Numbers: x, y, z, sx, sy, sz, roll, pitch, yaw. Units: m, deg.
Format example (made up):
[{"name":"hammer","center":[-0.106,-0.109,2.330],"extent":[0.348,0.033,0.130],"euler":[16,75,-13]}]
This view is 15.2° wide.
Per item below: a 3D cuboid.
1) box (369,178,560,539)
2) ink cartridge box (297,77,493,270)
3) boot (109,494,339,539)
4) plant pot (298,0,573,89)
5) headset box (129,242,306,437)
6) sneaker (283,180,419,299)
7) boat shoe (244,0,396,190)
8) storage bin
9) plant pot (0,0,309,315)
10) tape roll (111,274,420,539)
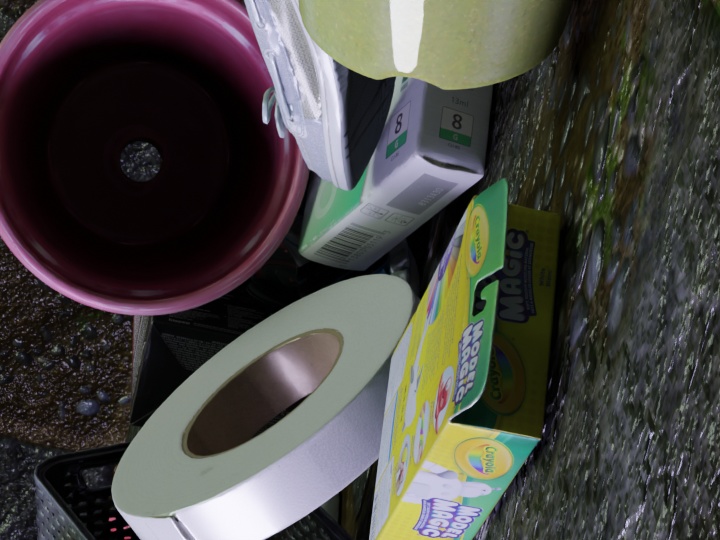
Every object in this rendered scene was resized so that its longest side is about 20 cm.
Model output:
[{"name":"box","center":[0.050,0.051,1.249],"extent":[0.200,0.048,0.118],"euler":[111,168,-62]},{"name":"ink cartridge box","center":[0.027,-0.118,1.531],"extent":[0.161,0.050,0.201],"euler":[141,139,-58]},{"name":"boot","center":[-0.090,0.202,1.663],"extent":[0.201,0.143,0.073],"euler":[-90,15,-49]},{"name":"plant pot","center":[0.039,-0.194,1.244],"extent":[0.201,0.199,0.185],"euler":[-89,1,-51]},{"name":"headset box","center":[-0.069,0.038,1.729],"extent":[0.200,0.148,0.075],"euler":[-100,23,-66]},{"name":"sneaker","center":[0.000,0.000,1.639],"extent":[0.087,0.075,0.200],"euler":[56,-177,-33]},{"name":"boat shoe","center":[-0.028,-0.124,1.401],"extent":[0.075,0.064,0.202],"euler":[-61,-27,-31]},{"name":"storage bin","center":[-0.094,0.176,1.527],"extent":[0.200,0.135,0.094],"euler":[-141,47,-57]},{"name":"plant pot","center":[-0.133,-0.074,1.624],"extent":[0.179,0.199,0.201],"euler":[-179,100,-84]},{"name":"tape roll","center":[-0.045,0.079,1.458],"extent":[0.202,0.037,0.203],"euler":[-32,20,13]}]
